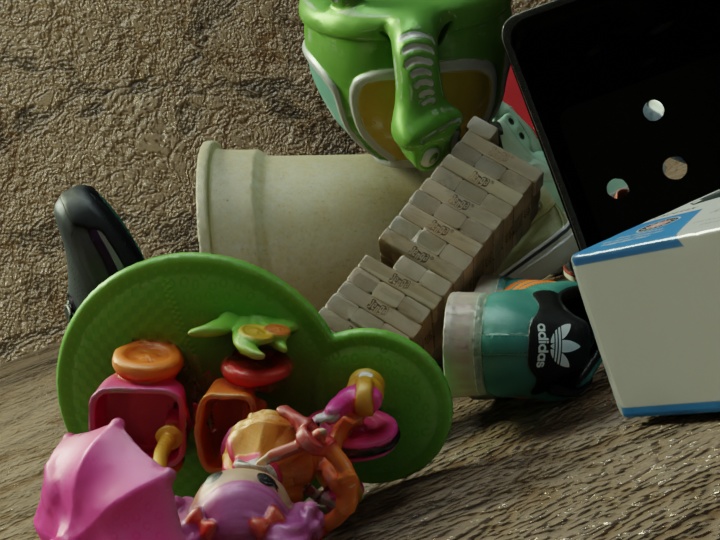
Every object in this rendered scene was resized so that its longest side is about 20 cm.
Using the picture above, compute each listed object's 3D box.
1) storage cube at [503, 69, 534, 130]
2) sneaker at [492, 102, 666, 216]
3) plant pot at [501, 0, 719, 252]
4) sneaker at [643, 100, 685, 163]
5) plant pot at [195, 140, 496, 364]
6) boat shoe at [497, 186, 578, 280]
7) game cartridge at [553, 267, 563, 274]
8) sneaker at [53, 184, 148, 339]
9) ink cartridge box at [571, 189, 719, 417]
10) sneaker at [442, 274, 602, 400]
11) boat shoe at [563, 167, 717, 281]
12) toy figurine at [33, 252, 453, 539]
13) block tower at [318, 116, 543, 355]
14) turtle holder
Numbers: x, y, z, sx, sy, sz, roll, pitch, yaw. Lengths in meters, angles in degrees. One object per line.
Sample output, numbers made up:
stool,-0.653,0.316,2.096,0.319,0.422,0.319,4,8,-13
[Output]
storage cube,0.140,-0.107,1.625,0.179,0.201,0.171,-25,3,24
sneaker,0.163,-0.096,1.403,0.200,0.119,0.074,-21,3,-28
plant pot,0.210,-0.079,1.062,0.199,0.201,0.177,-20,-5,2
sneaker,0.274,-0.099,1.278,0.082,0.071,0.199,-17,26,-40
plant pot,0.000,0.000,1.138,0.182,0.202,0.200,-8,6,4
boat shoe,0.070,0.007,1.249,0.200,0.062,0.072,-33,9,-19
game cartridge,0.249,-0.046,1.392,0.199,0.042,0.133,-16,2,45
sneaker,-0.129,0.057,0.880,0.087,0.201,0.074,-25,22,-5
ink cartridge box,0.220,-0.009,0.771,0.199,0.085,0.144,-22,5,-33
sneaker,0.097,0.039,0.918,0.079,0.072,0.200,1,3,12
boat shoe,0.206,-0.032,1.244,0.071,0.063,0.200,-24,4,-23
toy figurine,-0.063,0.096,0.757,0.199,0.151,0.184,5,22,5
block tower,0.032,0.008,0.964,0.200,0.058,0.054,-53,-19,-21
turtle holder,0.041,-0.134,1.062,0.140,0.132,0.185,-19,27,-26
